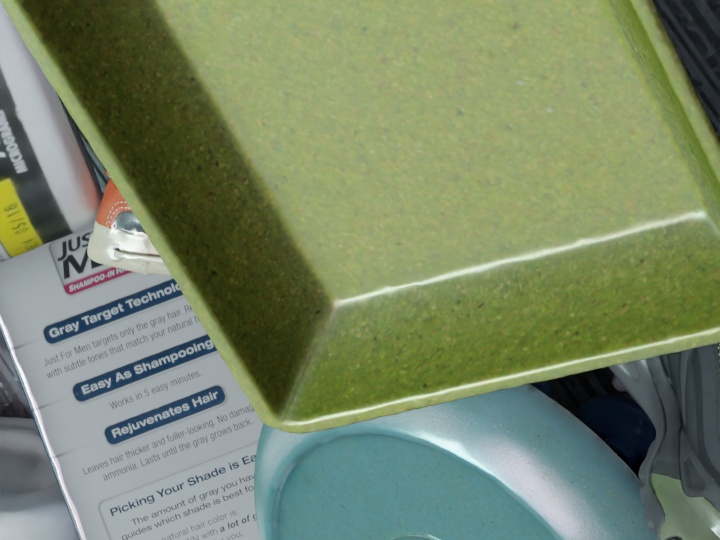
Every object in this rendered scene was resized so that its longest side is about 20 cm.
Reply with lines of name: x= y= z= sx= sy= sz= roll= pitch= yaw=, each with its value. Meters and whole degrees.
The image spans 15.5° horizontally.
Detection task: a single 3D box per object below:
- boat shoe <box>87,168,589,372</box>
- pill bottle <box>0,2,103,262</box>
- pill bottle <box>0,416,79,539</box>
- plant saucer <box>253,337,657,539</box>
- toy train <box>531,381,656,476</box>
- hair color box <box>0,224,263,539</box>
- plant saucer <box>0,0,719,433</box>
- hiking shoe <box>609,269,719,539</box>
boat shoe: x=0.000 y=0.000 z=0.965 sx=0.199 sy=0.071 sz=0.063 roll=21 pitch=93 yaw=-4
pill bottle: x=-0.205 y=-0.035 z=0.977 sx=0.199 sy=0.114 sz=0.115 roll=-23 pitch=93 yaw=-3
pill bottle: x=-0.156 y=0.175 z=1.156 sx=0.111 sy=0.111 sz=0.201 roll=14 pitch=114 yaw=32
plant saucer: x=0.036 y=0.116 z=0.944 sx=0.200 sy=0.027 sz=0.201 roll=24 pitch=133 yaw=28
toy train: x=0.076 y=0.107 z=0.983 sx=0.200 sy=0.087 sz=0.115 roll=28 pitch=130 yaw=23
hair color box: x=-0.075 y=0.068 z=1.062 sx=0.100 sy=0.061 sz=0.201 roll=-20 pitch=95 yaw=-6
plant saucer: x=0.016 y=-0.052 z=0.840 sx=0.199 sy=0.048 sz=0.200 roll=-14 pitch=121 yaw=28
hiking shoe: x=0.130 y=0.012 z=0.888 sx=0.101 sy=0.076 sz=0.201 roll=-41 pitch=50 yaw=29
